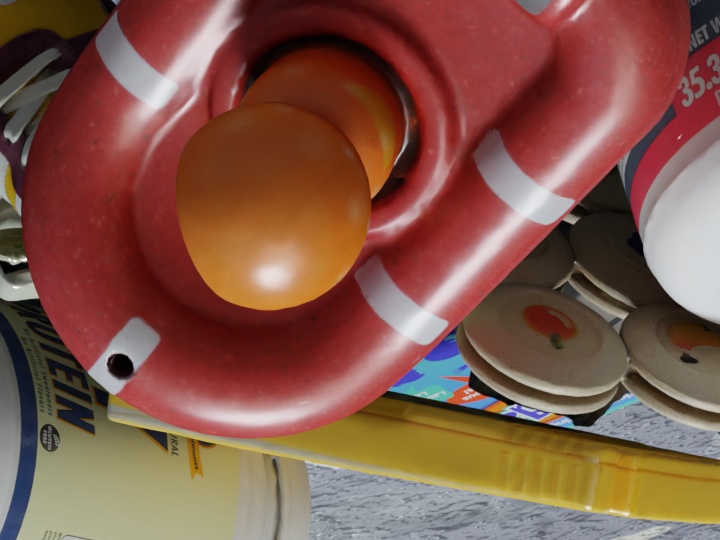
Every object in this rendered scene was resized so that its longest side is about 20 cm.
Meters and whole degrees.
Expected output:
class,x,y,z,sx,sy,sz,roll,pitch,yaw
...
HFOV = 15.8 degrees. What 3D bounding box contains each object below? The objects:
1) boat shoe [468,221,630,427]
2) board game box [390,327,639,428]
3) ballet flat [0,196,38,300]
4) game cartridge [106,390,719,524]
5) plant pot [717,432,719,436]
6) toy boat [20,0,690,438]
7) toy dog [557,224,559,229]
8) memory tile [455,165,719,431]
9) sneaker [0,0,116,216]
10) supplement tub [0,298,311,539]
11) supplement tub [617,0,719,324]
class,x,y,z,sx,sy,sz,roll,pitch,yaw
boat shoe,0.100,0.011,0.974,0.065,0.074,0.200,26,162,-5
board game box,0.068,0.018,1.131,0.152,0.045,0.200,-24,153,17
ballet flat,-0.143,-0.019,0.925,0.200,0.064,0.076,-6,154,-18
game cartridge,0.031,0.063,0.980,0.200,0.033,0.176,8,177,23
plant pot,0.194,-0.002,1.030,0.135,0.200,0.200,31,134,-20
toy boat,-0.013,-0.032,0.680,0.200,0.130,0.131,-47,-176,31
toy dog,0.021,-0.084,0.888,0.132,0.096,0.200,-22,139,21
memory tile,0.110,0.001,0.808,0.200,0.153,0.017,7,124,-20
sneaker,-0.077,-0.034,0.806,0.075,0.200,0.090,-47,-169,-2
supplement tub,-0.130,0.090,1.053,0.145,0.145,0.200,-32,150,30
supplement tub,0.127,-0.096,0.763,0.140,0.200,0.140,-12,154,-6
